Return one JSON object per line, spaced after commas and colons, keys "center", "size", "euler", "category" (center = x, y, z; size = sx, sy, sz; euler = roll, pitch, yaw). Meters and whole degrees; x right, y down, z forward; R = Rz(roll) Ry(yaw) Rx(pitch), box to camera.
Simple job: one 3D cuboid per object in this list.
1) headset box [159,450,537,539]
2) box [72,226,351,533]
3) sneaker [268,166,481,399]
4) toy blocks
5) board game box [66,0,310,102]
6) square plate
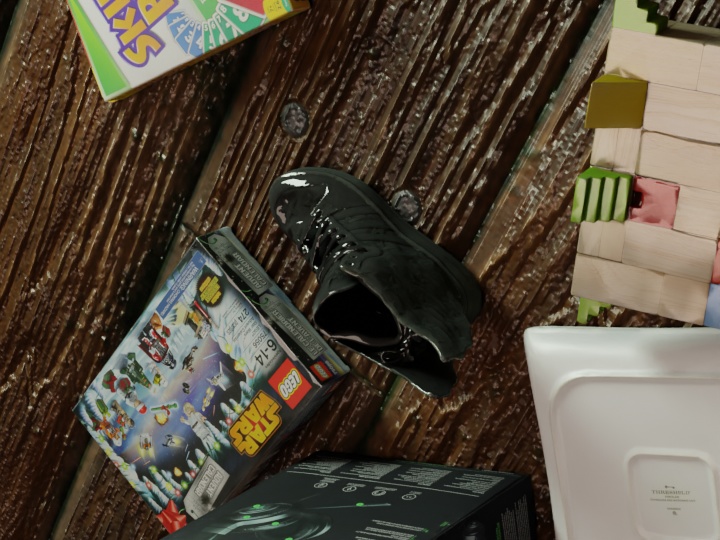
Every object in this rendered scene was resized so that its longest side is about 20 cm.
{"center": [-0.011, 0.193, 1.019], "size": [0.174, 0.200, 0.093], "euler": [1, 104, 34], "category": "headset box"}
{"center": [-0.110, 0.086, 1.158], "size": [0.137, 0.040, 0.200], "euler": [48, 125, 13], "category": "box"}
{"center": [-0.001, 0.003, 1.014], "size": [0.200, 0.104, 0.060], "euler": [34, 121, 23], "category": "sneaker"}
{"center": [0.195, -0.049, 0.878], "size": [0.136, 0.100, 0.201], "euler": [14, 111, 20], "category": "toy blocks"}
{"center": [-0.128, -0.185, 1.099], "size": [0.200, 0.030, 0.096], "euler": [-19, 92, 40], "category": "board game box"}
{"center": [0.191, 0.131, 0.964], "size": [0.199, 0.028, 0.199], "euler": [-2, 102, 36], "category": "square plate"}
